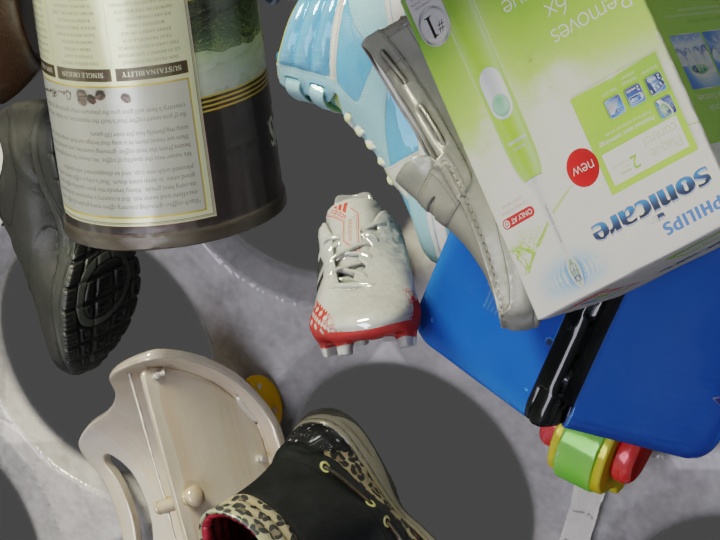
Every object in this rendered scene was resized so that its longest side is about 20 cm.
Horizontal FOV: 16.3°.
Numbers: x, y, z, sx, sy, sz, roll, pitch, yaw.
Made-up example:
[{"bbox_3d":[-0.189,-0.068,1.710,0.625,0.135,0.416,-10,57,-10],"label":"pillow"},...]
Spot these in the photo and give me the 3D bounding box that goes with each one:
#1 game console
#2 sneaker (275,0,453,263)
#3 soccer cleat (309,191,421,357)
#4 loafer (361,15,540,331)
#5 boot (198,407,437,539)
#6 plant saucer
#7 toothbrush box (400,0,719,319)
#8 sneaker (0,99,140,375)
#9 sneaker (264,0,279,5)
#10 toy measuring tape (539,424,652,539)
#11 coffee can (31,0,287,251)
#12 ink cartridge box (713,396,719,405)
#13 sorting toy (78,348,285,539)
[{"bbox_3d":[0.156,-0.008,1.509,0.171,0.118,0.200,36,113,34],"label":"game console"},{"bbox_3d":[0.014,-0.096,1.576,0.130,0.079,0.201,0,107,35],"label":"sneaker"},{"bbox_3d":[0.000,0.000,1.560,0.068,0.200,0.085,-7,100,1],"label":"soccer cleat"},{"bbox_3d":[0.056,-0.055,1.460,0.070,0.070,0.200,-17,73,-2],"label":"loafer"},{"bbox_3d":[-0.015,0.207,1.667,0.073,0.154,0.204,-29,94,37],"label":"boot"},{"bbox_3d":[-0.228,-0.208,1.619,0.034,0.200,0.201,-4,109,5],"label":"plant saucer"},{"bbox_3d":[0.133,-0.095,1.384,0.145,0.086,0.200,-28,82,37],"label":"toothbrush box"},{"bbox_3d":[-0.210,-0.027,1.752,0.091,0.076,0.201,8,107,39],"label":"sneaker"},{"bbox_3d":[-0.001,-0.204,1.364,0.200,0.079,0.096,-19,109,45],"label":"sneaker"},{"bbox_3d":[0.139,0.136,1.595,0.073,0.074,0.200,26,121,20],"label":"toy measuring tape"},{"bbox_3d":[-0.131,-0.129,1.604,0.146,0.146,0.201,4,112,30],"label":"coffee can"},{"bbox_3d":[0.312,0.098,1.463,0.200,0.039,0.099,-11,144,36],"label":"ink cartridge box"},{"bbox_3d":[-0.133,0.161,1.760,0.180,0.107,0.201,-19,85,48],"label":"sorting toy"}]
